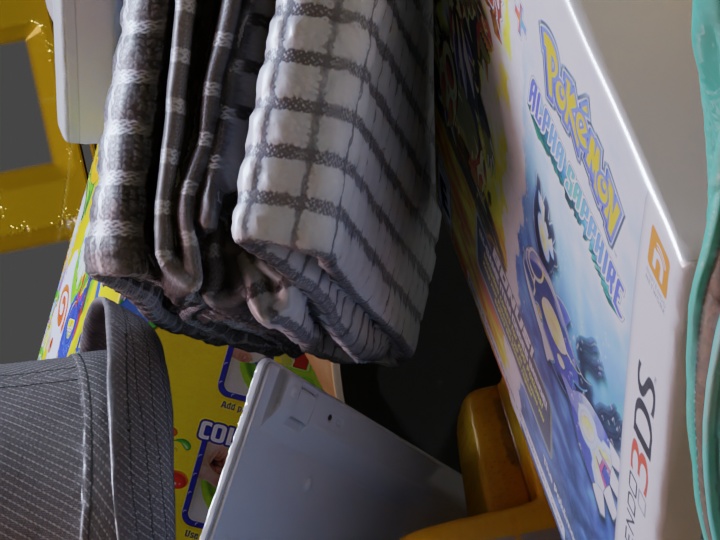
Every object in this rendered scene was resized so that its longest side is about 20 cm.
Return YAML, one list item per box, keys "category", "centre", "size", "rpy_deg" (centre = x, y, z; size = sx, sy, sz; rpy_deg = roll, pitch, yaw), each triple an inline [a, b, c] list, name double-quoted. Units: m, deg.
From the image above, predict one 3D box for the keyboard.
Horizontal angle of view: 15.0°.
- category: "keyboard"
  centre: [0.012, 0.083, 0.827]
  size: [0.200, 0.011, 0.056]
  rpy_deg: [35, -104, -55]

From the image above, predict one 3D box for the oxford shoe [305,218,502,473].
- category: "oxford shoe"
  centre: [0.000, 0.000, 0.922]
  size: [0.071, 0.071, 0.201]
  rpy_deg: [3, 114, 60]

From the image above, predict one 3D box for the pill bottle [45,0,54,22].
- category: "pill bottle"
  centre: [-0.118, -0.198, 1.343]
  size: [0.200, 0.119, 0.120]
  rpy_deg: [92, 164, -57]

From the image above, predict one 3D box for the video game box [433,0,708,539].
- category: "video game box"
  centre: [0.062, -0.014, 0.677]
  size: [0.182, 0.047, 0.200]
  rpy_deg: [91, 165, -47]

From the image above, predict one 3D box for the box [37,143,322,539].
- category: "box"
  centre: [-0.059, 0.051, 1.052]
  size: [0.200, 0.122, 0.193]
  rpy_deg: [-143, 68, -77]

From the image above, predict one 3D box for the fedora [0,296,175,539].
- category: "fedora"
  centre: [-0.108, 0.106, 0.823]
  size: [0.177, 0.090, 0.201]
  rpy_deg: [-108, 22, -60]

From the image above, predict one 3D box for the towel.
- category: "towel"
  centre: [-0.022, -0.062, 0.762]
  size: [0.200, 0.085, 0.166]
  rpy_deg: [44, -126, -78]

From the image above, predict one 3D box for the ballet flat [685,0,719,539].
- category: "ballet flat"
  centre: [0.090, -0.021, 0.477]
  size: [0.070, 0.067, 0.201]
  rpy_deg: [-67, -27, -61]

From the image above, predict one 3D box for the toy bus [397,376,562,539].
- category: "toy bus"
  centre: [0.057, 0.130, 0.779]
  size: [0.065, 0.078, 0.201]
  rpy_deg: [103, 154, -69]

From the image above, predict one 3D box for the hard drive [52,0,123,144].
- category: "hard drive"
  centre: [-0.099, -0.147, 0.977]
  size: [0.200, 0.027, 0.132]
  rpy_deg: [102, 165, -67]
